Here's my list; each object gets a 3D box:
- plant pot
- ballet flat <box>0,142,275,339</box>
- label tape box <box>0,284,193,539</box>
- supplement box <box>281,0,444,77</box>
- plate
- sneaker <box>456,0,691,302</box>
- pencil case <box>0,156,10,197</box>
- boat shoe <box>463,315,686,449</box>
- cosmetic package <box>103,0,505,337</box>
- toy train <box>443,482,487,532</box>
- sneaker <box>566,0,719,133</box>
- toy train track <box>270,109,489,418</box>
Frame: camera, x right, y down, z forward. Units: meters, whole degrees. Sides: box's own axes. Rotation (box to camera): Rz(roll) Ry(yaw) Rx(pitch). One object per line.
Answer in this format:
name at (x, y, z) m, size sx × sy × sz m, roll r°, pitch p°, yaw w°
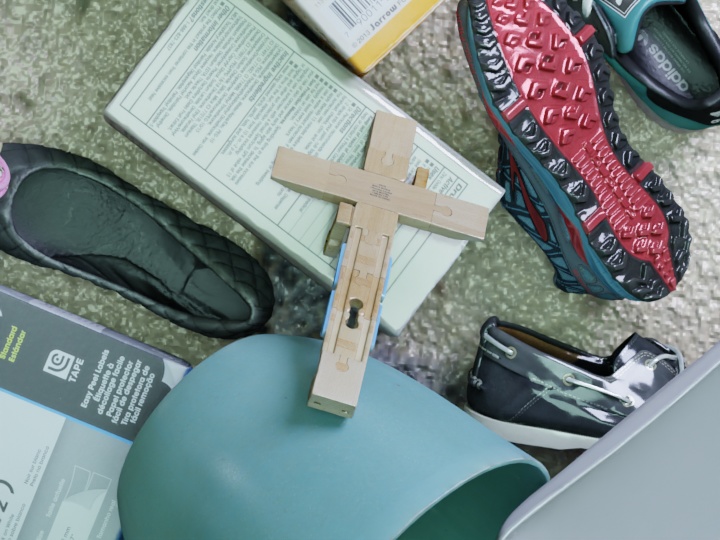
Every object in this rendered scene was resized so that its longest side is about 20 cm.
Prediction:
plant pot at (-0.028, 0.129, 1.502) m, size 0.161 × 0.201 × 0.201 m, roll 39°, pitch 90°, yaw 25°
ballet flat at (-0.137, -0.021, 1.606) m, size 0.200 × 0.057 × 0.067 m, roll 23°, pitch 90°, yaw -3°
label tape box at (-0.210, 0.080, 1.602) m, size 0.200 × 0.066 × 0.144 m, roll 22°, pitch 90°, yaw -3°
supplement box at (-0.043, -0.199, 1.571) m, size 0.074 × 0.126 × 0.200 m, roll -43°, pitch 92°, yaw 1°
plate at (0.170, 0.124, 1.538) m, size 0.199 × 0.032 × 0.200 m, roll -40°, pitch 138°, yaw -6°
sneaker at (0.095, -0.065, 1.593) m, size 0.079 × 0.095 × 0.200 m, roll -35°, pitch 104°, yaw -33°
pencil case at (-0.277, -0.005, 1.561) m, size 0.200 × 0.083 × 0.086 m, roll -45°, pitch 135°, yaw 18°
boat shoe at (0.158, 0.070, 1.614) m, size 0.199 × 0.072 × 0.068 m, roll 9°, pitch 95°, yaw -1°
cosmetic package at (-0.032, -0.062, 1.594) m, size 0.200 × 0.087 × 0.103 m, roll 39°, pitch 87°, yaw -2°
toy train at (0.040, 0.148, 1.613) m, size 0.200 × 0.085 × 0.116 m, roll 33°, pitch 103°, yaw -3°
sneaker at (0.136, -0.158, 1.600) m, size 0.200 × 0.080 × 0.071 m, roll 44°, pitch 85°, yaw -2°
toy train track at (0.000, 0.000, 1.490) m, size 0.114 × 0.033 × 0.200 m, roll 17°, pitch 47°, yaw -4°
